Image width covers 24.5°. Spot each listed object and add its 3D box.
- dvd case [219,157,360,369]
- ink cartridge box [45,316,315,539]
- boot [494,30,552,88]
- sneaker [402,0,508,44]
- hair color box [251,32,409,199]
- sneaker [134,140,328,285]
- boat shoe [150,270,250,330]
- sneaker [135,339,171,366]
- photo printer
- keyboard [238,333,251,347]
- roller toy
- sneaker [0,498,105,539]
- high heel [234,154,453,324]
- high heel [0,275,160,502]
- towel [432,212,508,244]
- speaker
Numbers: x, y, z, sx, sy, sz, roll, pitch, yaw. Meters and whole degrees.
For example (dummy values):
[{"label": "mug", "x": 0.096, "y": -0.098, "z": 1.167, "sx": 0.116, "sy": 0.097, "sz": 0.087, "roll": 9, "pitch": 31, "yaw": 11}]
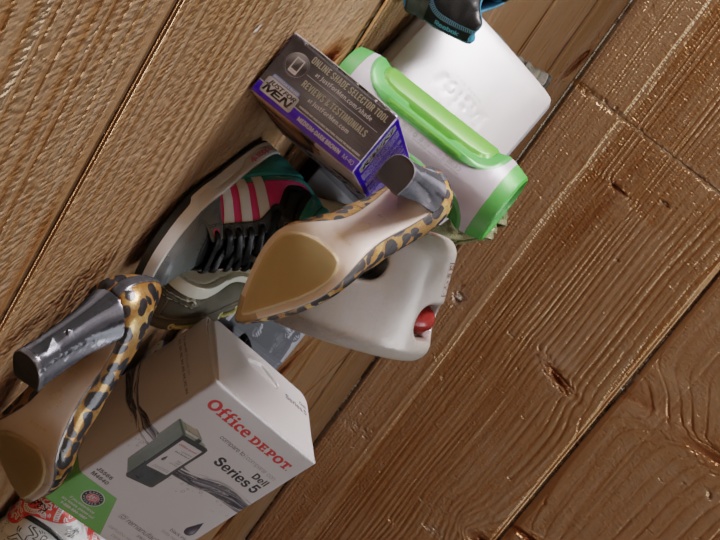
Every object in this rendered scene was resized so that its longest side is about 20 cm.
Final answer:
[{"label": "dvd case", "x": -0.071, "y": -0.004, "z": 1.733, "sx": 0.200, "sy": 0.025, "sz": 0.150, "roll": -52, "pitch": 140, "yaw": -4}, {"label": "ink cartridge box", "x": -0.161, "y": 0.155, "z": 1.468, "sx": 0.199, "sy": 0.145, "sz": 0.084, "roll": -34, "pitch": -142, "yaw": 17}, {"label": "boot", "x": 0.147, "y": -0.220, "z": 1.911, "sx": 0.200, "sy": 0.130, "sz": 0.068, "roll": -43, "pitch": 169, "yaw": -52}, {"label": "sneaker", "x": 0.124, "y": -0.293, "z": 1.581, "sx": 0.200, "sy": 0.082, "sz": 0.073, "roll": -50, "pitch": 172, "yaw": -24}, {"label": "hair color box", "x": -0.021, "y": -0.122, "z": 1.392, "sx": 0.065, "sy": 0.109, "sz": 0.200, "roll": -50, "pitch": 173, "yaw": -3}, {"label": "sneaker", "x": -0.093, "y": -0.019, "z": 1.399, "sx": 0.200, "sy": 0.121, "sz": 0.084, "roll": -45, "pitch": 171, "yaw": -44}, {"label": "boat shoe", "x": -0.136, "y": 0.011, "z": 1.498, "sx": 0.060, "sy": 0.072, "sz": 0.201, "roll": -53, "pitch": 167, "yaw": 18}, {"label": "sneaker", "x": -0.201, "y": 0.106, "z": 1.601, "sx": 0.089, "sy": 0.075, "sz": 0.200, "roll": -60, "pitch": -178, "yaw": 4}, {"label": "photo printer", "x": 0.076, "y": -0.156, "z": 1.654, "sx": 0.200, "sy": 0.167, "sz": 0.069, "roll": -48, "pitch": -168, "yaw": -23}, {"label": "keyboard", "x": -0.184, "y": 0.152, "z": 1.699, "sx": 0.200, "sy": 0.021, "sz": 0.128, "roll": -36, "pitch": -152, "yaw": 30}, {"label": "roller toy", "x": 0.000, "y": 0.000, "z": 1.634, "sx": 0.182, "sy": 0.199, "sz": 0.141, "roll": 23, "pitch": -84, "yaw": 57}, {"label": "sneaker", "x": -0.279, "y": 0.273, "z": 1.634, "sx": 0.108, "sy": 0.067, "sz": 0.202, "roll": -47, "pitch": 138, "yaw": -8}, {"label": "high heel", "x": -0.009, "y": -0.014, "z": 1.379, "sx": 0.200, "sy": 0.072, "sz": 0.142, "roll": -40, "pitch": 164, "yaw": 10}, {"label": "high heel", "x": -0.215, "y": 0.095, "z": 1.306, "sx": 0.142, "sy": 0.071, "sz": 0.201, "roll": -38, "pitch": 157, "yaw": -39}, {"label": "towel", "x": 0.087, "y": -0.117, "z": 1.754, "sx": 0.036, "sy": 0.147, "sz": 0.202, "roll": 31, "pitch": 56, "yaw": -54}, {"label": "speaker", "x": 0.056, "y": -0.118, "z": 1.539, "sx": 0.089, "sy": 0.200, "sz": 0.088, "roll": -50, "pitch": 173, "yaw": -8}]
